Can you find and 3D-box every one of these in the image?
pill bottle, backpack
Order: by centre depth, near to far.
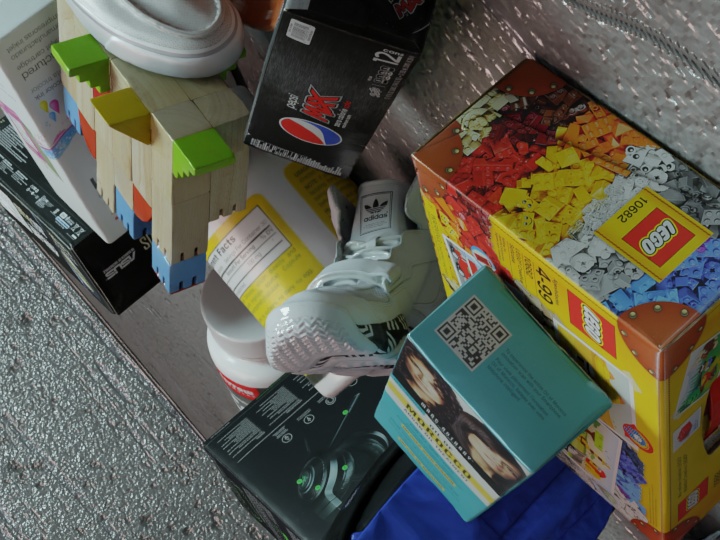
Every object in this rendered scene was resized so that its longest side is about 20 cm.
[{"bbox_3d":[0.078,0.163,0.886,0.168,0.200,0.163,40,163,-1],"label":"backpack"},{"bbox_3d":[-0.045,-0.023,0.952,0.200,0.111,0.111,50,165,2],"label":"pill bottle"},{"bbox_3d":[-0.071,0.073,1.258,0.114,0.114,0.200,41,163,31],"label":"pill bottle"}]

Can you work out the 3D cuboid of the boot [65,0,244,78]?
[{"bbox_3d":[-0.145,-0.193,0.788,0.200,0.074,0.096,37,154,18],"label":"boot"}]

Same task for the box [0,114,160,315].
[{"bbox_3d":[-0.204,-0.083,1.167,0.200,0.164,0.086,35,160,41],"label":"box"}]

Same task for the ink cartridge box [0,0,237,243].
[{"bbox_3d":[-0.174,-0.139,0.974,0.085,0.144,0.200,39,162,36],"label":"ink cartridge box"}]

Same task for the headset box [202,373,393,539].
[{"bbox_3d":[0.005,0.154,1.120,0.200,0.174,0.093,32,157,47],"label":"headset box"}]

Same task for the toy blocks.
[{"bbox_3d":[-0.128,-0.082,0.859,0.200,0.100,0.137,52,150,32],"label":"toy blocks"}]

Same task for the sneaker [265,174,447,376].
[{"bbox_3d":[0.000,0.000,0.806,0.200,0.075,0.116,13,-110,-66],"label":"sneaker"}]

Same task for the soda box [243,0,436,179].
[{"bbox_3d":[-0.011,-0.110,0.685,0.063,0.071,0.200,17,166,-7],"label":"soda box"}]

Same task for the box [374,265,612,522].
[{"bbox_3d":[0.057,0.068,0.693,0.082,0.049,0.200,48,167,10],"label":"box"}]

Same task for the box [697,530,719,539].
[{"bbox_3d":[0.212,0.237,0.837,0.132,0.115,0.200,48,164,11],"label":"box"}]

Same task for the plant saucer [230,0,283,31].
[{"bbox_3d":[-0.093,-0.220,0.765,0.200,0.032,0.200,46,166,15],"label":"plant saucer"}]

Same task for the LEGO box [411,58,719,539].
[{"bbox_3d":[0.113,0.021,0.665,0.149,0.077,0.200,41,163,32],"label":"LEGO box"}]
